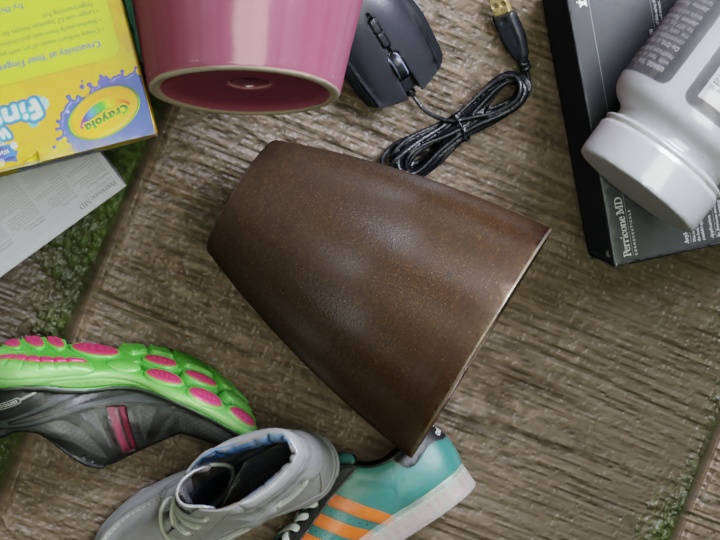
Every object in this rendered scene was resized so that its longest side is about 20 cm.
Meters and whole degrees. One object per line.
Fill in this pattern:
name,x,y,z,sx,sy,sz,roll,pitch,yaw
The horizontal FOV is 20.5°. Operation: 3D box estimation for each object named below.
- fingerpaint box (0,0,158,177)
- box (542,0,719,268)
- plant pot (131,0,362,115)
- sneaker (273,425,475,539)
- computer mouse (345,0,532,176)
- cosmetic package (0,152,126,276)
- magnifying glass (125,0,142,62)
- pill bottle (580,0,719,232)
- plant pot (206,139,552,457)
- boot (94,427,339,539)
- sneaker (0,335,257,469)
fingerpaint box,-0.250,-0.145,1.317,0.200,0.073,0.167,-15,94,-3
box,0.222,-0.116,1.441,0.141,0.079,0.200,-12,98,-10
plant pot,-0.075,-0.204,1.313,0.200,0.200,0.179,3,81,-8
sneaker,-0.019,0.178,1.451,0.200,0.071,0.080,-33,93,-7
computer mouse,0.041,-0.176,1.426,0.140,0.046,0.200,-29,99,-2
cosmetic package,-0.271,-0.037,1.393,0.200,0.051,0.083,-36,113,-2
magnifying glass,-0.179,-0.165,1.412,0.200,0.022,0.080,-23,99,-4
pill bottle,0.246,-0.132,1.348,0.114,0.114,0.200,38,90,-10
plant pot,0.000,0.000,1.389,0.200,0.187,0.187,31,92,5
boot,-0.117,0.162,1.397,0.200,0.096,0.074,-29,70,10
sneaker,-0.173,0.100,1.425,0.200,0.077,0.084,10,113,-6
